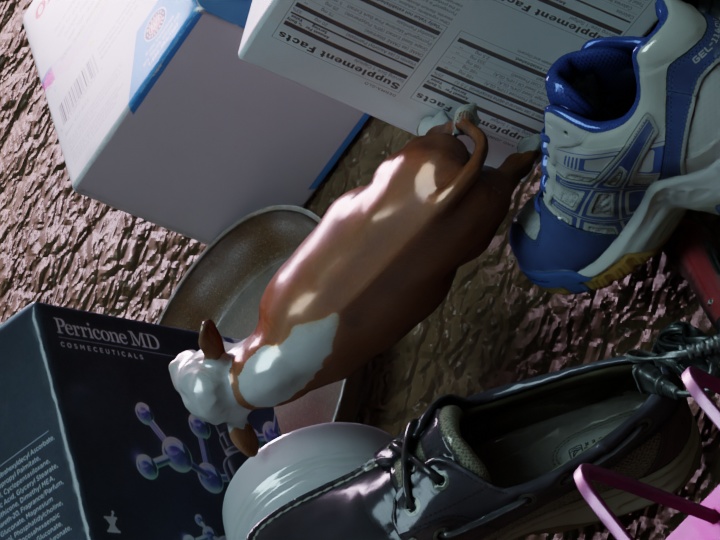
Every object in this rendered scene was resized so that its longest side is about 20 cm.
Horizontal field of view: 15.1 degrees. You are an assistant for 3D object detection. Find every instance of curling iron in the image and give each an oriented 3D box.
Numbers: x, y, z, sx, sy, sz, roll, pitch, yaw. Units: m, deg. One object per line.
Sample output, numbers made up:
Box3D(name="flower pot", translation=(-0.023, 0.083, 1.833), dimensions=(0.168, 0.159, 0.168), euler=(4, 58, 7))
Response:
Box3D(name="curling iron", translation=(0.128, -0.006, 1.132), dimensions=(0.050, 0.026, 0.200), euler=(-22, 27, 11))

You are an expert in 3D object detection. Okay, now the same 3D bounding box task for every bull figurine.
Box3D(name="bull figurine", translation=(0.000, 0.000, 1.203), dimensions=(0.200, 0.065, 0.121), euler=(-38, 8, 33))

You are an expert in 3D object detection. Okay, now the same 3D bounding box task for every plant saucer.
Box3D(name="plant saucer", translation=(-0.055, 0.065, 1.408), dimensions=(0.200, 0.032, 0.200), euler=(-31, 49, 44))

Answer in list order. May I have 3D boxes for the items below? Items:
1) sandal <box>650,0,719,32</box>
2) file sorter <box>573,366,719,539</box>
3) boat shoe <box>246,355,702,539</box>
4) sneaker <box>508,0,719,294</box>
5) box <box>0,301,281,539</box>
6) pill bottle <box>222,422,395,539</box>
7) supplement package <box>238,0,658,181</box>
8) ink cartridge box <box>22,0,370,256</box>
Box3D(name="sandal", translation=(0.149, -0.124, 1.201), dimensions=(0.075, 0.048, 0.201), euler=(-46, 36, 32))
Box3D(name="file sorter", translation=(0.163, 0.084, 0.903), dimensions=(0.200, 0.125, 0.139), euler=(-47, 55, 13))
Box3D(name="boat shoe", translation=(0.042, 0.083, 1.115), dimensions=(0.200, 0.065, 0.072), euler=(-18, 45, -1))
Box3D(name="sneaker", translation=(0.105, -0.056, 1.100), dimensions=(0.200, 0.088, 0.075), euler=(-36, 22, 57))
Box3D(name="box", translation=(-0.109, 0.133, 1.287), dimensions=(0.107, 0.148, 0.200), euler=(-36, 59, 33))
Box3D(name="pill bottle", translation=(0.004, 0.166, 1.172), dimensions=(0.116, 0.116, 0.200), euler=(-51, 35, 25))
Box3D(name="supplement package", translation=(0.062, -0.175, 1.208), dimensions=(0.200, 0.151, 0.152), euler=(-52, 20, 49))
Box3D(name="ink cartridge box", translation=(-0.093, -0.127, 1.503), dimensions=(0.129, 0.125, 0.200), euler=(-53, 34, 24))
